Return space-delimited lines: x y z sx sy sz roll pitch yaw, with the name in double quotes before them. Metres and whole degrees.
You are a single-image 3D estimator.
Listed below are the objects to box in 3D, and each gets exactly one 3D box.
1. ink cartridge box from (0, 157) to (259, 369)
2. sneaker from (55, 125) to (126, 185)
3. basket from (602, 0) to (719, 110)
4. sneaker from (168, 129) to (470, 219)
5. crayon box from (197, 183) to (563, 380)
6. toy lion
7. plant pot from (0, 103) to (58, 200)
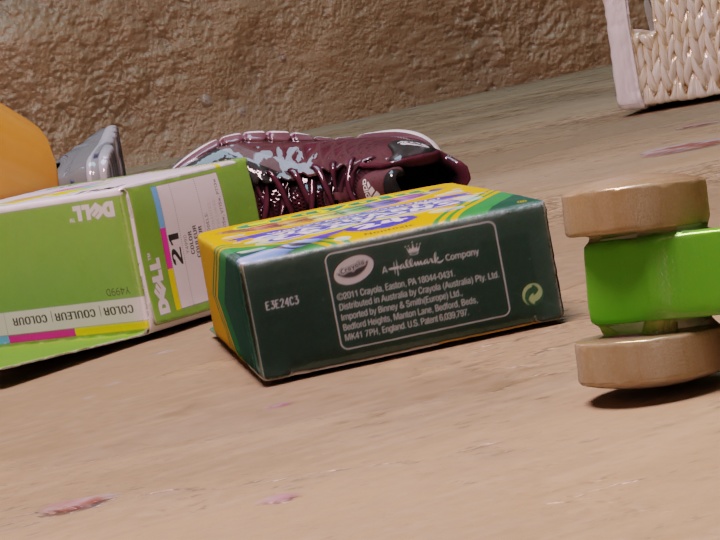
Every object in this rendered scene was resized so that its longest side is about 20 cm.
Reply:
"ink cartridge box" -0.164 0.002 1.175 0.147 0.076 0.200 -7 6 37
"sneaker" -0.287 -0.106 2.433 0.082 0.075 0.200 -9 6 0
"basket" 0.323 -0.263 2.221 0.160 0.199 0.200 -6 7 22
"sneaker" -0.023 -0.054 1.471 0.199 0.076 0.115 -12 9 -19
"crayon box" 0.000 0.000 1.014 0.125 0.052 0.200 -12 5 -9
"toy lion" 0.192 -0.008 0.735 0.199 0.069 0.191 -6 1 45
"plant pot" -0.275 -0.045 1.292 0.183 0.201 0.200 16 -14 -40
